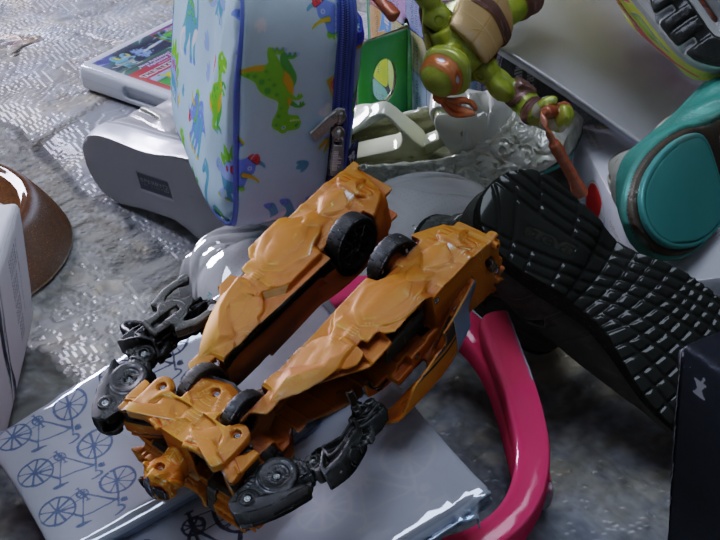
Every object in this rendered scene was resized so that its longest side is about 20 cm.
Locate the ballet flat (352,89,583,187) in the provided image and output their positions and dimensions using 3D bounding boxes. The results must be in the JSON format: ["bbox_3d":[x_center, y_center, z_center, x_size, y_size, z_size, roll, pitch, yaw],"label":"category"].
[{"bbox_3d":[0.038,-0.081,1.109,0.198,0.072,0.072,-11,26,23],"label":"ballet flat"}]

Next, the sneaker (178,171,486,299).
[{"bbox_3d":[0.000,0.000,1.018,0.198,0.071,0.080,-18,30,-22],"label":"sneaker"}]

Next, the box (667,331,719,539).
[{"bbox_3d":[0.275,0.097,0.787,0.195,0.125,0.200,-17,34,-25],"label":"box"}]

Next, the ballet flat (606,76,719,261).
[{"bbox_3d":[0.181,-0.057,1.000,0.070,0.068,0.200,-7,20,43],"label":"ballet flat"}]

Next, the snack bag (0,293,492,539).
[{"bbox_3d":[-0.063,0.096,0.844,0.187,0.022,0.200,-31,47,-11],"label":"snack bag"}]

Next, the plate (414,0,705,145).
[{"bbox_3d":[0.153,-0.176,1.131,0.199,0.032,0.200,34,55,9],"label":"plate"}]

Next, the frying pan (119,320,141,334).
[{"bbox_3d":[-0.052,0.055,0.980,0.114,0.031,0.190,-15,36,-21],"label":"frying pan"}]

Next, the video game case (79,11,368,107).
[{"bbox_3d":[-0.081,-0.162,1.346,0.181,0.023,0.199,21,39,34],"label":"video game case"}]

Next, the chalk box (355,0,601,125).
[{"bbox_3d":[0.079,-0.150,1.214,0.198,0.126,0.124,-15,33,-22],"label":"chalk box"}]

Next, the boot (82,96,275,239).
[{"bbox_3d":[-0.087,-0.071,1.142,0.199,0.074,0.095,25,47,39],"label":"boot"}]

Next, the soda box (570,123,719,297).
[{"bbox_3d":[0.179,-0.019,1.048,0.067,0.064,0.201,-6,30,-5],"label":"soda box"}]

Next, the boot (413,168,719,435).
[{"bbox_3d":[0.122,0.026,0.950,0.068,0.200,0.131,-49,3,-16],"label":"boot"}]

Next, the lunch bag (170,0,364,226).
[{"bbox_3d":[-0.057,-0.127,1.012,0.081,0.163,0.200,-3,27,-15],"label":"lunch bag"}]

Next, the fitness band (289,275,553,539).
[{"bbox_3d":[0.019,0.078,0.893,0.142,0.038,0.201,-8,44,-6],"label":"fitness band"}]

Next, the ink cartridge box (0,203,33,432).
[{"bbox_3d":[-0.261,0.051,0.938,0.143,0.085,0.201,-2,33,1],"label":"ink cartridge box"}]

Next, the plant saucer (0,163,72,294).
[{"bbox_3d":[-0.283,-0.024,1.120,0.198,0.035,0.201,-1,32,1],"label":"plant saucer"}]

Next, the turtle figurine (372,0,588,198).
[{"bbox_3d":[0.076,-0.142,1.033,0.064,0.200,0.162,-34,18,50],"label":"turtle figurine"}]

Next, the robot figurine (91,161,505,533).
[{"bbox_3d":[-0.028,0.040,0.830,0.144,0.059,0.200,28,61,33],"label":"robot figurine"}]

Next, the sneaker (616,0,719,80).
[{"bbox_3d":[0.170,-0.194,1.076,0.078,0.090,0.201,-28,76,1],"label":"sneaker"}]
